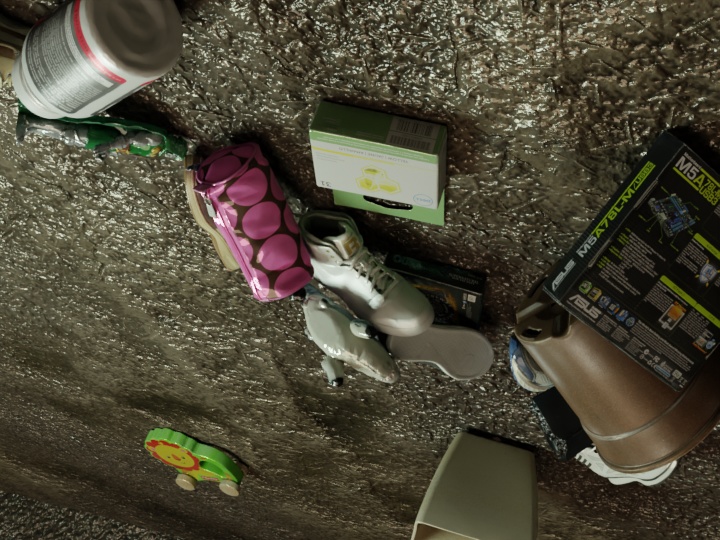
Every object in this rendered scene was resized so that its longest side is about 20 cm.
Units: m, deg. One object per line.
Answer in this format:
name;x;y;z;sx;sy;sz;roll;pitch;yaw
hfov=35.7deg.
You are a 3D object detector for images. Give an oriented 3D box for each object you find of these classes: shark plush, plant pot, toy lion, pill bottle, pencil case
shark plush;-0.034;0.075;1.422;0.199;0.092;0.083;34;-164;34
plant pot;0.203;0.392;1.895;0.196;0.179;0.201;15;154;6
plant pot;0.290;0.089;1.275;0.198;0.202;0.199;44;146;-18
toy lion;-0.368;0.408;2.440;0.197;0.069;0.193;1;141;29
pill bottle;-0.276;-0.221;1.140;0.110;0.112;0.198;35;148;-31
pencil case;-0.127;-0.052;1.335;0.090;0.094;0.202;2;133;35

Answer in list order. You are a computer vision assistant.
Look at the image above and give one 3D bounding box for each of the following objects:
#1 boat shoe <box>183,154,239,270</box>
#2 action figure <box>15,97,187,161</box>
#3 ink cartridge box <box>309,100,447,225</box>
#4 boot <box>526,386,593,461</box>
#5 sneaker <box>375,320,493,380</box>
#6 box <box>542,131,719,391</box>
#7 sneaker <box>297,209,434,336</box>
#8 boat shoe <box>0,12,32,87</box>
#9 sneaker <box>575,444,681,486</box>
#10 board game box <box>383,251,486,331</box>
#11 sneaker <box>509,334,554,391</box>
boat shoe;-0.163;-0.076;1.403;0.071;0.073;0.201;-13;139;8
action figure;-0.299;-0.156;1.307;0.196;0.056;0.118;6;177;-14
ink cartridge box;0.023;-0.100;1.253;0.143;0.049;0.201;12;150;10
boot;0.323;0.193;1.468;0.201;0.167;0.077;51;-176;-33
sneaker;0.089;0.088;1.486;0.198;0.072;0.099;17;-170;-39
box;0.310;-0.003;1.117;0.199;0.194;0.048;32;-172;-28
sneaker;0.000;0.000;1.378;0.198;0.074;0.116;30;157;26
boat shoe;-0.397;-0.235;1.229;0.198;0.075;0.075;31;151;-24
sneaker;0.390;0.273;1.688;0.114;0.077;0.200;23;155;-15
board game box;0.096;0.050;1.504;0.133;0.028;0.201;16;153;10
sneaker;0.278;0.130;1.512;0.084;0.078;0.199;-23;141;39
